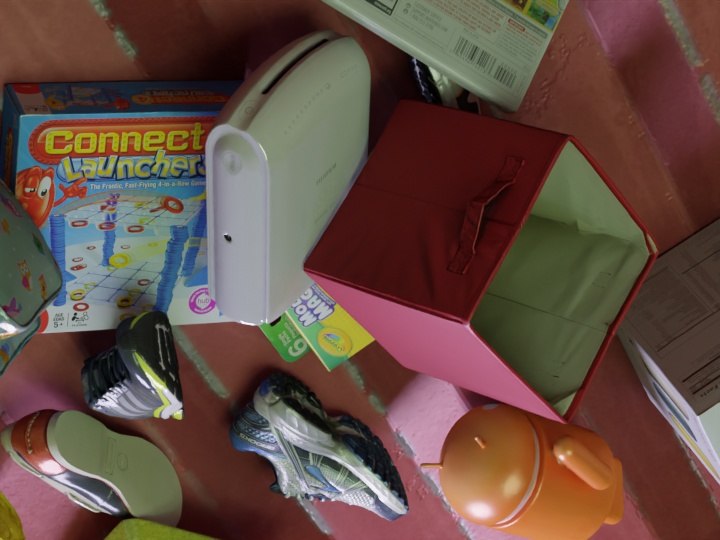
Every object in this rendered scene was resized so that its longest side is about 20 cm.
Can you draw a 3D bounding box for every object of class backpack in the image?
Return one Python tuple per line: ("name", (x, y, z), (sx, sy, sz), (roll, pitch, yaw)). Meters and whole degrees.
("backpack", (-0.327, -0.005, 1.529), (0.153, 0.176, 0.200), (-39, 98, 17))

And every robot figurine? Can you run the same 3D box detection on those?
("robot figurine", (0.156, 0.187, 1.904), (0.199, 0.144, 0.117), (18, 100, -34))

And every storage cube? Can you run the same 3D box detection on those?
("storage cube", (0.096, -0.012, 1.631), (0.200, 0.179, 0.171), (44, 71, -45))

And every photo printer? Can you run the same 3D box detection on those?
("photo printer", (-0.055, -0.080, 1.610), (0.166, 0.069, 0.201), (-46, 150, -42))

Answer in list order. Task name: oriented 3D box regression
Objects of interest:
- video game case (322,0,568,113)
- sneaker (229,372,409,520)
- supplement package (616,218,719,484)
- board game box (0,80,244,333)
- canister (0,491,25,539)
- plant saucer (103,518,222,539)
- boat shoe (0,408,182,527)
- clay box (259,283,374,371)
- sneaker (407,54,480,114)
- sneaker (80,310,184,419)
("video game case", (0.078, -0.248, 1.599), (0.199, 0.023, 0.183), (29, 83, -24))
("sneaker", (-0.039, 0.170, 1.851), (0.085, 0.077, 0.200), (-40, 120, 17))
("supplement package", (0.343, 0.084, 1.869), (0.150, 0.200, 0.152), (-32, 127, -1))
("board game box", (-0.188, -0.051, 1.649), (0.199, 0.056, 0.197), (-4, 122, -21))
("canister", (-0.402, 0.245, 1.727), (0.200, 0.087, 0.148), (-42, 126, 8))
("plant saucer", (-0.173, 0.312, 1.849), (0.199, 0.048, 0.200), (20, 131, -31))
("boat shoe", (-0.225, 0.172, 1.770), (0.062, 0.072, 0.200), (-11, 150, 29))
("clay box", (0.000, 0.000, 1.766), (0.200, 0.048, 0.115), (-36, 127, 0))
("sneaker", (0.075, -0.192, 1.662), (0.080, 0.074, 0.201), (-25, 127, -9))
("sneaker", (-0.188, 0.087, 1.680), (0.080, 0.074, 0.200), (-10, 162, -5))
